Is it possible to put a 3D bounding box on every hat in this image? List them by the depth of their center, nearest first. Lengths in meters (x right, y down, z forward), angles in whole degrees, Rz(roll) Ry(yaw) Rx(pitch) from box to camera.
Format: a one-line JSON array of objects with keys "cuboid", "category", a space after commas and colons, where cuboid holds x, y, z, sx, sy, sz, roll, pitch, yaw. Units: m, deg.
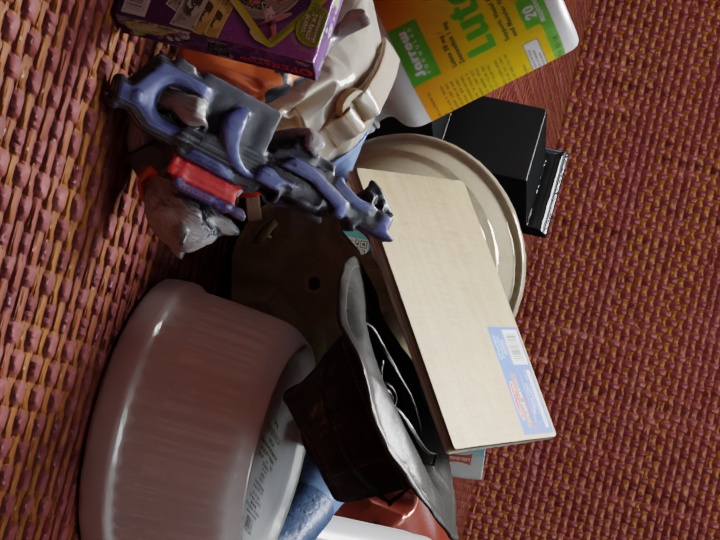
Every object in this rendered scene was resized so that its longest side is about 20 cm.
[{"cuboid": [-0.003, 0.095, 1.172, 0.201, 0.081, 0.201, 62, 11, -20], "category": "hat"}]

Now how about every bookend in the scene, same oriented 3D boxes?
[{"cuboid": [0.076, -0.133, 1.587, 0.200, 0.198, 0.092, 78, 27, -62], "category": "bookend"}]

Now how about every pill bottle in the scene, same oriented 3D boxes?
[{"cuboid": [0.061, -0.182, 1.436, 0.111, 0.199, 0.111, 62, 6, -12], "category": "pill bottle"}]

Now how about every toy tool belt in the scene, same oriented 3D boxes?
[{"cuboid": [-0.043, -0.094, 1.242, 0.123, 0.124, 0.200, 80, 25, -44], "category": "toy tool belt"}]

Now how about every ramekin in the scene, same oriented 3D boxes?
[{"cuboid": [-0.102, 0.114, 1.222, 0.200, 0.105, 0.201, 13, 90, -79], "category": "ramekin"}]

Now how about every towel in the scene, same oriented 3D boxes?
[{"cuboid": [-0.066, 0.183, 1.413, 0.200, 0.111, 0.049, -46, 125, -51], "category": "towel"}]

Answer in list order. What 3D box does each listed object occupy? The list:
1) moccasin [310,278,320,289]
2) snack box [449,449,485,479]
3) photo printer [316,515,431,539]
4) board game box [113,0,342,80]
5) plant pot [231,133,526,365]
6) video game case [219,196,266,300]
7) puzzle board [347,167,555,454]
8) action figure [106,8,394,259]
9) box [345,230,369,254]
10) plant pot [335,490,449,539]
[{"cuboid": [-0.048, 0.104, 1.590, 0.078, 0.073, 0.202, 72, 22, -54], "category": "moccasin"}, {"cuboid": [0.007, 0.112, 1.350, 0.200, 0.116, 0.037, -158, -103, -74], "category": "snack box"}, {"cuboid": [-0.045, 0.282, 1.521, 0.199, 0.069, 0.167, 19, 104, -36], "category": "photo printer"}, {"cuboid": [-0.054, -0.215, 1.048, 0.032, 0.119, 0.201, 73, 33, -68], "category": "board game box"}, {"cuboid": [0.000, 0.000, 1.359, 0.183, 0.200, 0.201, -13, 116, -65], "category": "plant pot"}, {"cuboid": [-0.091, 0.045, 1.425, 0.143, 0.019, 0.201, 40, 63, -78], "category": "video game case"}, {"cuboid": [0.062, 0.027, 1.253, 0.150, 0.017, 0.201, 2, 65, -58], "category": "puzzle board"}, {"cuboid": [-0.066, -0.088, 1.114, 0.104, 0.200, 0.194, -13, -134, 58], "category": "action figure"}, {"cuboid": [-0.008, -0.018, 1.603, 0.200, 0.082, 0.049, -2, 103, -79], "category": "box"}, {"cuboid": [-0.004, 0.249, 1.691, 0.196, 0.200, 0.201, 79, 25, -47], "category": "plant pot"}]
